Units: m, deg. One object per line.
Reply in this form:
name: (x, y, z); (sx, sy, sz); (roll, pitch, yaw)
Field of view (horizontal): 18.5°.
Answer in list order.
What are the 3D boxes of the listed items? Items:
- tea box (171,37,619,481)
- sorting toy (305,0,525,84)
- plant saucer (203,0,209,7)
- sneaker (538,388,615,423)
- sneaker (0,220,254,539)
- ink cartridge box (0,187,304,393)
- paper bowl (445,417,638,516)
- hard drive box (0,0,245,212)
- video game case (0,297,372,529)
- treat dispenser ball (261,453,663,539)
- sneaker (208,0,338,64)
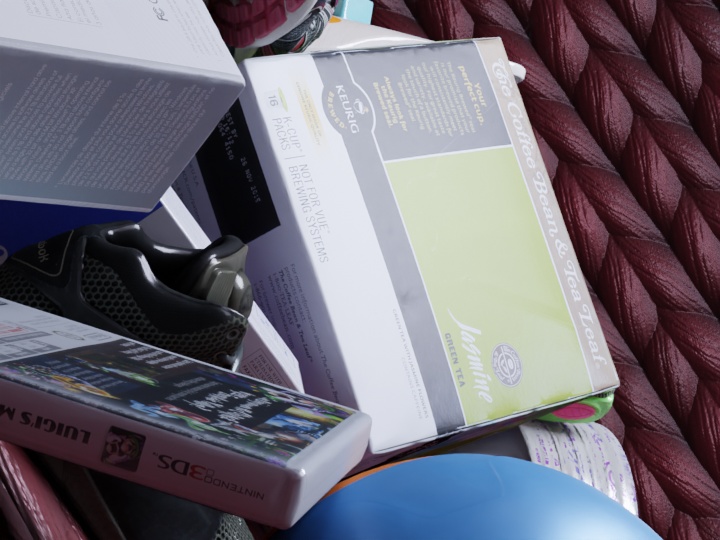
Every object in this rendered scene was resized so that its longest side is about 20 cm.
tea box: (0.000, 0.000, 1.133); (0.196, 0.133, 0.201); (-10, 78, -44)
sorting toy: (0.003, -0.096, 1.342); (0.200, 0.179, 0.107); (103, -8, -52)
plant saucer: (-0.164, -0.164, 1.028); (0.200, 0.199, 0.050); (-118, -147, -41)
sneaker: (0.075, 0.014, 1.262); (0.084, 0.077, 0.200); (-19, 45, -42)
sneaker: (-0.070, 0.062, 0.917); (0.200, 0.114, 0.076); (57, 7, -18)
ink cartridge box: (-0.117, -0.002, 0.957); (0.200, 0.094, 0.044); (55, 6, -20)
paper bowl: (0.076, 0.178, 1.251); (0.201, 0.104, 0.201); (-171, -90, -78)
hard drive box: (-0.164, -0.109, 0.805); (0.200, 0.077, 0.156); (5, 45, -44)
video game case: (-0.093, 0.040, 0.752); (0.181, 0.023, 0.200); (17, 2, 6)
treat dispenser ball: (0.036, 0.165, 0.776); (0.201, 0.201, 0.201); (56, 6, -8)
sneaker: (-0.041, -0.148, 1.095); (0.200, 0.074, 0.081); (171, -89, -74)
